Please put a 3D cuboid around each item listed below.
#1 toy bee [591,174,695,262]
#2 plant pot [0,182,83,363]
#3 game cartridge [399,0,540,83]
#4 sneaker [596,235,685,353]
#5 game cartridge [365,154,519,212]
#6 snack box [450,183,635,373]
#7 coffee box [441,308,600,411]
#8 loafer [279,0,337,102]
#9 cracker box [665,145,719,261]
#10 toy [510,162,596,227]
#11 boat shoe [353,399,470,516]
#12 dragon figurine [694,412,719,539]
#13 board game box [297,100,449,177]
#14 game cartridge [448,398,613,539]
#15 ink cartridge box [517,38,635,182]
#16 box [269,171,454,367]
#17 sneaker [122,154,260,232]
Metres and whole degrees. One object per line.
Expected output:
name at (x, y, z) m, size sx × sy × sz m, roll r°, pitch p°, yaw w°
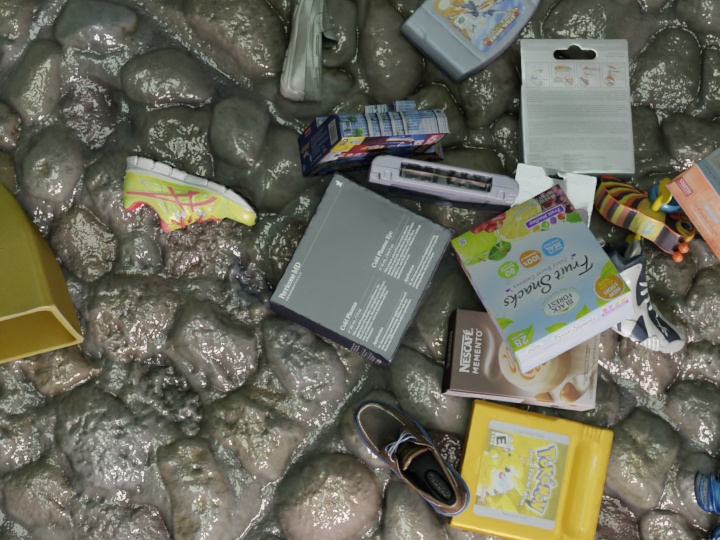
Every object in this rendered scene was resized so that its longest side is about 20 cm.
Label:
toy bee at (0.419, -0.068, 1.597) m, size 0.199 × 0.131 × 0.109 m, roll 2°, pitch 39°, yaw 10°
plant pot at (-0.491, 0.003, 1.506) m, size 0.193 × 0.196 × 0.201 m, roll -14°, pitch 74°, yaw -6°
game cartridge at (0.170, -0.374, 1.675) m, size 0.133 × 0.042 × 0.200 m, roll 41°, pitch 81°, yaw 7°
sneaker at (0.379, 0.023, 1.581) m, size 0.199 × 0.080 × 0.130 m, roll 26°, pitch 102°, yaw -5°
game cartridge at (0.108, -0.116, 1.582) m, size 0.199 × 0.133 × 0.041 m, roll 10°, pitch 81°, yaw -3°
snack box at (0.237, 0.008, 1.518) m, size 0.168 × 0.068 × 0.200 m, roll -29°, pitch 56°, yaw 1°
coffee box at (0.218, 0.123, 1.580) m, size 0.199 × 0.080 × 0.115 m, roll 6°, pitch 80°, yaw -3°
loafer at (-0.065, -0.336, 1.640) m, size 0.069 × 0.070 × 0.201 m, roll 11°, pitch 89°, yaw -7°
cracker box at (0.511, -0.102, 1.587) m, size 0.200 × 0.058 × 0.134 m, roll -28°, pitch 82°, yaw -51°
toy at (0.256, -0.040, 1.625) m, size 0.115 × 0.047 × 0.201 m, roll 10°, pitch 86°, yaw -6°
boat shoe at (0.069, 0.243, 1.545) m, size 0.200 × 0.072 × 0.072 m, roll 40°, pitch 85°, yaw 15°
dragon figurine at (0.495, 0.300, 1.583) m, size 0.099 × 0.059 × 0.201 m, roll -11°, pitch 84°, yaw -6°
board game box at (0.037, -0.185, 1.579) m, size 0.199 × 0.200 × 0.062 m, roll -6°, pitch 83°, yaw -19°
game cartridge at (0.234, 0.283, 1.583) m, size 0.199 × 0.032 × 0.177 m, roll 12°, pitch 81°, yaw 0°
ink cartridge box at (0.306, -0.227, 1.657) m, size 0.162 × 0.057 × 0.201 m, roll 0°, pitch 77°, yaw -4°
box at (0.000, 0.000, 1.573) m, size 0.182 × 0.104 × 0.201 m, roll 27°, pitch 81°, yaw 0°
sneaker at (-0.236, -0.089, 1.593) m, size 0.199 × 0.078 × 0.091 m, roll 19°, pitch 89°, yaw 5°
